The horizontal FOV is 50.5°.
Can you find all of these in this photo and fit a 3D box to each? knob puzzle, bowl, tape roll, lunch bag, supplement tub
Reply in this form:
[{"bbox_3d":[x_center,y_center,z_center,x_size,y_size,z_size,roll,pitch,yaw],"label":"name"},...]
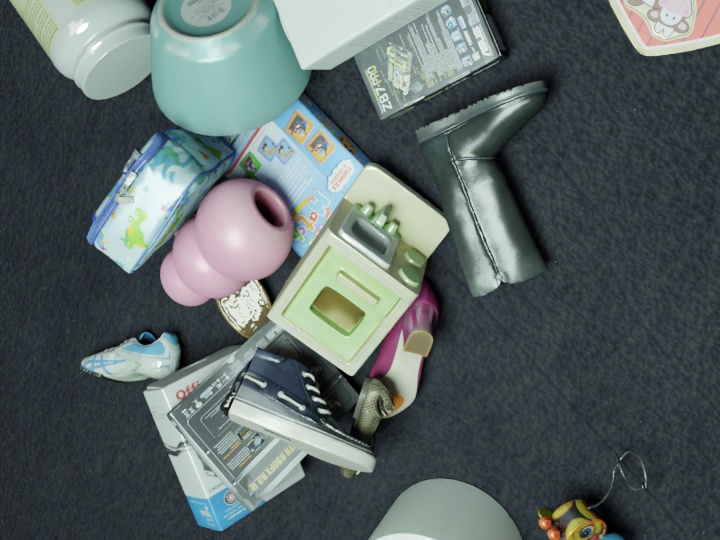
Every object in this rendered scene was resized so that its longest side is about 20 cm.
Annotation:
[{"bbox_3d":[0.323,-0.306,0.738,0.216,0.030,0.224,7,106,23],"label":"knob puzzle"},{"bbox_3d":[-0.158,-0.266,0.868,0.196,0.106,0.204,-3,62,5],"label":"bowl"},{"bbox_3d":[0.098,0.387,0.959,0.199,0.139,0.207,6,105,23],"label":"tape roll"},{"bbox_3d":[-0.235,-0.090,0.905,0.082,0.200,0.161,37,107,-8],"label":"lunch bag"},{"bbox_3d":[-0.358,-0.339,0.979,0.144,0.145,0.201,-38,86,27],"label":"supplement tub"}]

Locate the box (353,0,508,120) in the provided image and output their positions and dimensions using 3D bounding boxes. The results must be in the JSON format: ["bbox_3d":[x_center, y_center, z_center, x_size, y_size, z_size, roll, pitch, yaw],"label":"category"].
[{"bbox_3d":[0.055,-0.295,0.855,0.159,0.049,0.203,-23,93,26],"label":"box"}]

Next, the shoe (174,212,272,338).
[{"bbox_3d":[-0.179,0.005,1.043,0.069,0.053,0.202,-33,92,5],"label":"shoe"}]

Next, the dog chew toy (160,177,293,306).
[{"bbox_3d":[-0.176,-0.025,0.950,0.199,0.124,0.126,-34,88,29],"label":"dog chew toy"}]

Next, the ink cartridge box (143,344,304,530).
[{"bbox_3d":[-0.183,0.220,1.032,0.084,0.143,0.203,-16,98,55],"label":"ink cartridge box"}]

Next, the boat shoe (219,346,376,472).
[{"bbox_3d":[-0.062,0.163,0.914,0.197,0.094,0.075,22,157,3],"label":"boat shoe"}]

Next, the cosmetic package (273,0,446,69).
[{"bbox_3d":[0.010,-0.303,0.808,0.198,0.074,0.103,-21,93,31],"label":"cosmetic package"}]

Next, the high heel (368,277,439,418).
[{"bbox_3d":[0.047,0.103,0.971,0.066,0.097,0.202,12,133,-5],"label":"high heel"}]

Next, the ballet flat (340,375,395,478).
[{"bbox_3d":[0.010,0.206,0.968,0.046,0.068,0.202,17,134,4],"label":"ballet flat"}]

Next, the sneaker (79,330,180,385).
[{"bbox_3d":[-0.343,0.131,1.145,0.197,0.072,0.074,-8,66,32],"label":"sneaker"}]

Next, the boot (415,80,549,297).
[{"bbox_3d":[0.162,-0.087,0.847,0.163,0.065,0.204,-18,92,36],"label":"boot"}]

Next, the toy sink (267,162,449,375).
[{"bbox_3d":[0.000,0.000,0.901,0.129,0.112,0.201,35,117,-7],"label":"toy sink"}]

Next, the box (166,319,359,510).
[{"bbox_3d":[-0.121,0.173,0.973,0.159,0.200,0.048,48,158,-4],"label":"box"}]

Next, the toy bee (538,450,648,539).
[{"bbox_3d":[0.248,0.305,0.886,0.131,0.107,0.204,-168,76,-68],"label":"toy bee"}]

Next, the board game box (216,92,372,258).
[{"bbox_3d":[-0.087,-0.134,0.968,0.200,0.036,0.152,46,117,8],"label":"board game box"}]
